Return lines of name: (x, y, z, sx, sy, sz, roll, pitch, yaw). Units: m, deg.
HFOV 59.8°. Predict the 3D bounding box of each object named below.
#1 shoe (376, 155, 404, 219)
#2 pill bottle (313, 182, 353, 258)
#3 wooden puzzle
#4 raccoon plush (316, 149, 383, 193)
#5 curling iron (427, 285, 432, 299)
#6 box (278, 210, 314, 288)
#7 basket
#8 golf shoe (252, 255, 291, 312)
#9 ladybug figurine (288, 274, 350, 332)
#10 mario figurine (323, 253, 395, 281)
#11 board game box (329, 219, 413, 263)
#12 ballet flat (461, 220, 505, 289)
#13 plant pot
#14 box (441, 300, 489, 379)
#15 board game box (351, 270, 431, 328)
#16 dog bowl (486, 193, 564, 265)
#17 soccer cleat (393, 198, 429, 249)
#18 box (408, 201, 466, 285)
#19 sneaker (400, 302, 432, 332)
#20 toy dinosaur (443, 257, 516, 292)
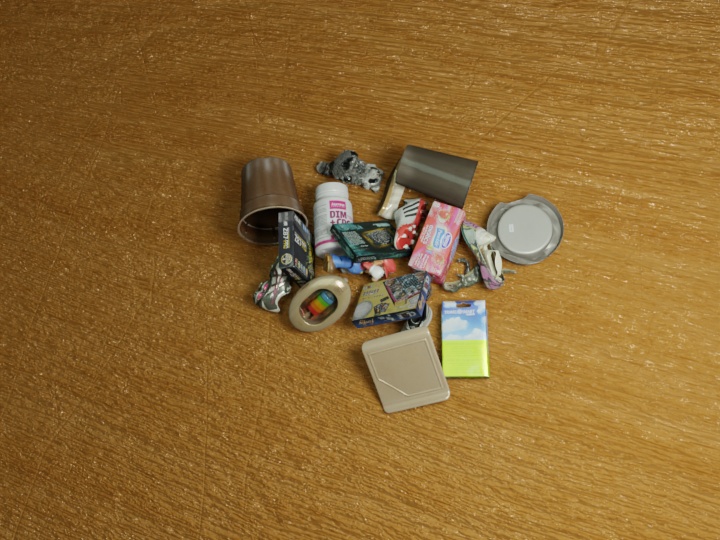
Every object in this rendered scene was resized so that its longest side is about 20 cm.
shoe: (0.102, -0.239, 1.812, 0.053, 0.070, 0.201, 23, 76, -10)
pill bottle: (-0.077, -0.142, 1.786, 0.113, 0.113, 0.201, -8, 71, 9)
wooden puzzle: (0.118, 0.256, 1.618, 0.185, 0.037, 0.201, -17, 98, 16)
raccoon plush: (-0.021, -0.296, 1.860, 0.200, 0.134, 0.097, 29, 96, 51)
curling iron: (0.104, 0.084, 1.722, 0.199, 0.026, 0.050, -20, 67, 6)
box: (-0.175, -0.052, 1.733, 0.049, 0.200, 0.162, -8, 70, 11)
basket: (0.207, -0.263, 1.718, 0.199, 0.180, 0.136, 18, 112, 6)
golf shoe: (-0.229, 0.024, 1.799, 0.088, 0.077, 0.200, 30, 83, -1)
ladybug figurine: (-0.110, 0.084, 1.726, 0.200, 0.072, 0.136, -37, 105, 11)
mario figurine: (0.000, 0.000, 1.727, 0.199, 0.106, 0.124, 1, 43, -11)
board game box: (0.031, -0.082, 1.709, 0.135, 0.200, 0.028, 53, 134, 33)
ballet flat: (0.332, -0.049, 1.647, 0.069, 0.071, 0.201, -13, 78, -36)
plant pot: (-0.264, -0.208, 1.817, 0.200, 0.200, 0.199, -15, 62, 7)
box: (0.274, 0.182, 1.643, 0.122, 0.048, 0.201, -2, 73, 11)
board game box: (0.082, 0.077, 1.656, 0.200, 0.035, 0.136, -13, 39, 33)
dog bowl: (0.444, -0.105, 1.693, 0.199, 0.059, 0.201, -4, 71, 11)
soccer cleat: (0.123, -0.132, 1.744, 0.085, 0.069, 0.200, 10, 49, 26)
box: (0.213, -0.073, 1.710, 0.095, 0.100, 0.200, 19, 77, 17)
sneaker: (0.124, 0.167, 1.643, 0.075, 0.115, 0.201, 22, 78, 17)
toy dinosaur: (0.313, -0.001, 1.699, 0.199, 0.047, 0.088, -17, 73, 1)
